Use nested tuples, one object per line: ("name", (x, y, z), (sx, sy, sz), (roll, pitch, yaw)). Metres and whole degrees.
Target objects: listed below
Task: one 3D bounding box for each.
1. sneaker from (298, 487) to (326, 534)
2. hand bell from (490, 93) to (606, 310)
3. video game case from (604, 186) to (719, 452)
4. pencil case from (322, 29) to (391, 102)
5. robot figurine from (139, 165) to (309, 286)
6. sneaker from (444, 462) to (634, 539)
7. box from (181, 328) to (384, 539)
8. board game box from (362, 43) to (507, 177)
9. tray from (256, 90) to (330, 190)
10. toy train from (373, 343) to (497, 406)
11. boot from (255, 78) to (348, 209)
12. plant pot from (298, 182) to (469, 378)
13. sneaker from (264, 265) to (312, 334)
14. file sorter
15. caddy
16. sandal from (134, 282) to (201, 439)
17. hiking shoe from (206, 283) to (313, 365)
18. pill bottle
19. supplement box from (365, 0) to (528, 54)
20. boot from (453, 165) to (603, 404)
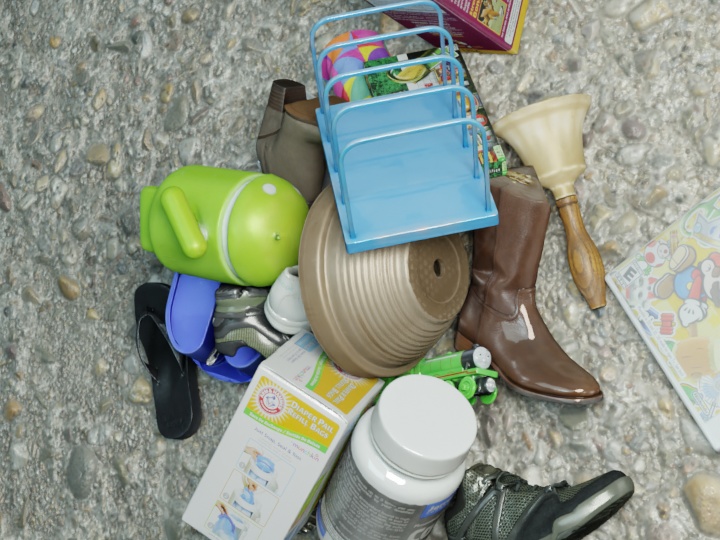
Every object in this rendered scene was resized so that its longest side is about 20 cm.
("sneaker", (-0.044, 0.191, 1.400), (0.078, 0.090, 0.201), (26, 113, 9))
("hand bell", (0.204, -0.060, 1.284), (0.104, 0.104, 0.201), (-21, 81, 30))
("video game case", (0.342, 0.031, 1.189), (0.182, 0.023, 0.201), (-40, 60, 21))
("pencil case", (0.019, -0.167, 1.410), (0.088, 0.088, 0.201), (-37, 53, 23))
("robot figurine", (-0.136, -0.046, 1.354), (0.199, 0.175, 0.116), (10, 101, 35))
("sneaker", (0.157, 0.216, 1.243), (0.199, 0.076, 0.115), (-36, 68, 30))
("box", (-0.075, 0.175, 1.292), (0.101, 0.112, 0.201), (32, 116, 9))
("board game box", (0.070, -0.154, 1.312), (0.104, 0.024, 0.201), (-14, 44, -2))
("tray", (-0.029, -0.110, 1.482), (0.200, 0.022, 0.108), (43, 104, 34))
("toy train", (0.064, 0.115, 1.327), (0.200, 0.042, 0.057), (-18, 64, 49))
("boot", (-0.057, -0.116, 1.412), (0.200, 0.070, 0.147), (-136, 43, -58))
("plant pot", (0.040, 0.001, 1.262), (0.092, 0.200, 0.202), (-8, 75, 39))
("sneaker", (0.000, 0.000, 1.331), (0.075, 0.199, 0.089), (51, 146, 27))
("file sorter", (0.034, -0.138, 1.198), (0.138, 0.123, 0.201), (-11, 44, -3))
("caddy", (-0.134, 0.025, 1.478), (0.141, 0.105, 0.201), (14, 87, 14))
("sandal", (-0.231, 0.100, 1.563), (0.076, 0.043, 0.201), (-29, 64, 26))
("hiking shoe", (-0.061, 0.073, 1.390), (0.199, 0.076, 0.101), (10, 97, -8))
("pill bottle", (0.035, 0.196, 1.260), (0.114, 0.113, 0.200), (58, 145, 30))
("supplement box", (0.086, -0.311, 1.337), (0.103, 0.200, 0.132), (10, 84, 36))
("boot", (0.167, 0.010, 1.251), (0.186, 0.064, 0.201), (24, 115, 39))
